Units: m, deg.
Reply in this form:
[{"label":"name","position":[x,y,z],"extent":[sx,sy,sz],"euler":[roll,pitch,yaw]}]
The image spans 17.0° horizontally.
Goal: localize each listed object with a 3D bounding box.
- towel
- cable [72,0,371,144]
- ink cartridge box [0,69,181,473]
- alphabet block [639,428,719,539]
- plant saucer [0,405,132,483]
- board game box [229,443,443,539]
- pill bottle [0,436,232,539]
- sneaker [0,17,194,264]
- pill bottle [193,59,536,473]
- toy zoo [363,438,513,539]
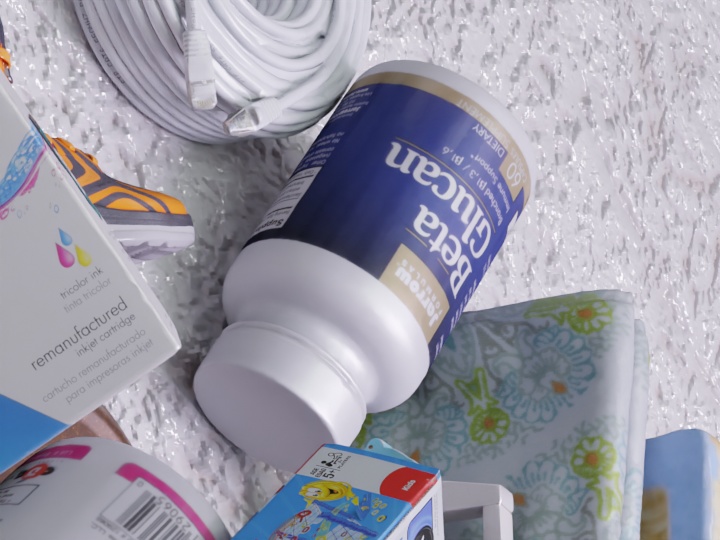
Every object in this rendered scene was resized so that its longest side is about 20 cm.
[{"label":"towel","position":[0.056,0.106,1.202],"extent":[0.048,0.171,0.201],"euler":[49,40,-47]},{"label":"cable","position":[-0.070,-0.163,1.230],"extent":[0.200,0.069,0.201],"euler":[-15,88,-57]},{"label":"ink cartridge box","position":[-0.172,-0.022,0.939],"extent":[0.200,0.116,0.067],"euler":[55,-2,-5]},{"label":"alphabet block","position":[0.149,0.219,1.266],"extent":[0.200,0.196,0.196],"euler":[33,52,-44]},{"label":"plant saucer","position":[-0.142,0.120,1.032],"extent":[0.200,0.037,0.201],"euler":[28,54,-46]},{"label":"board game box","position":[-0.033,0.202,0.931],"extent":[0.196,0.056,0.201],"euler":[-42,137,-48]},{"label":"pill bottle","position":[-0.138,0.159,0.896],"extent":[0.200,0.113,0.114],"euler":[-43,112,-48]},{"label":"sneaker","position":[-0.150,-0.058,1.060],"extent":[0.200,0.077,0.113],"euler":[7,71,-54]},{"label":"pill bottle","position":[0.000,0.000,1.204],"extent":[0.111,0.111,0.200],"euler":[51,54,-29]},{"label":"toy zoo","position":[0.011,0.177,1.142],"extent":[0.020,0.131,0.201],"euler":[41,43,-58]}]
